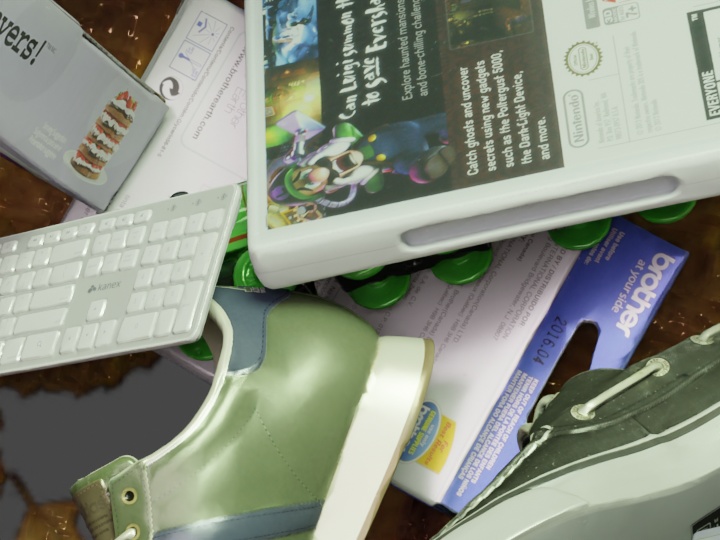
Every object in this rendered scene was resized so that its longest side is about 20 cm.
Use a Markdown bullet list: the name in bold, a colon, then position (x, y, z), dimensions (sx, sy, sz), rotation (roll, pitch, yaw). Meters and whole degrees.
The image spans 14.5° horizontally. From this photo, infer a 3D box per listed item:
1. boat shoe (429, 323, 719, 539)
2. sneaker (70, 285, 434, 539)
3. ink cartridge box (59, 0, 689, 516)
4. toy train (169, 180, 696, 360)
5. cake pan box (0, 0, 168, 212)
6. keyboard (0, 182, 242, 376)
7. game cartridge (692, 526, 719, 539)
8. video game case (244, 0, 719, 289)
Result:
- **boat shoe**: position (0.083, 0.068, 0.899), dimensions (0.200, 0.071, 0.064), rotation (-24, 44, -25)
- **sneaker**: position (-0.053, 0.095, 0.879), dimensions (0.090, 0.067, 0.200), rotation (24, 73, -4)
- **ink cartridge box**: position (0.000, 0.000, 0.968), dimensions (0.200, 0.042, 0.119), rotation (28, 85, 17)
- **toy train**: position (0.017, -0.023, 0.931), dimensions (0.200, 0.042, 0.057), rotation (-16, 66, 7)
- **cake pan box**: position (-0.179, -0.106, 0.922), dimensions (0.184, 0.200, 0.052), rotation (27, 84, 26)
- **keyboard**: position (-0.116, 0.011, 0.942), dimensions (0.200, 0.011, 0.056), rotation (-11, 48, 43)
- **game cartridge**: position (0.185, 0.161, 0.868), dimensions (0.129, 0.038, 0.200), rotation (-13, 104, 4)
- **video game case**: position (0.051, -0.087, 0.931), dimensions (0.181, 0.023, 0.200), rotation (-12, 45, 8)
